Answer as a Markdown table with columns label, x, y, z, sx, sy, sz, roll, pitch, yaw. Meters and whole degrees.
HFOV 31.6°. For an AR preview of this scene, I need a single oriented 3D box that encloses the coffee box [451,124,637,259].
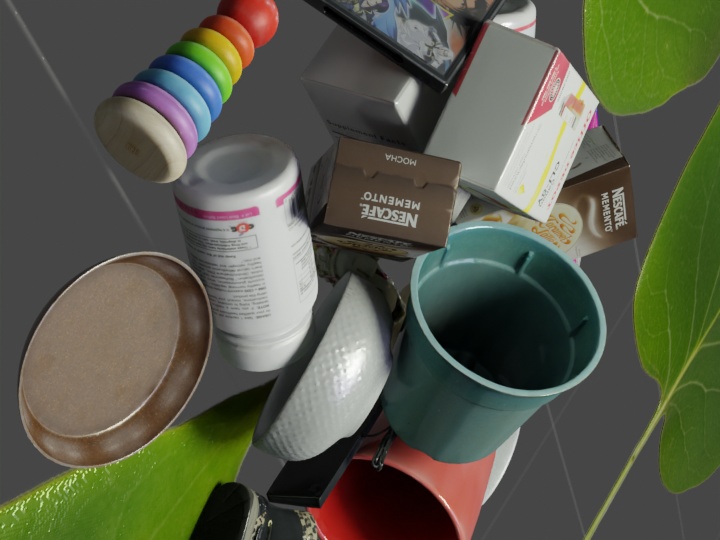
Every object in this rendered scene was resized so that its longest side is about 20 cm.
| label | x | y | z | sx | sy | sz | roll | pitch | yaw |
| --- | --- | --- | --- | --- | --- | --- | --- | --- | --- |
| coffee box | 0.197 | -0.067 | 1.414 | 0.200 | 0.080 | 0.114 | -20 | 134 | -2 |

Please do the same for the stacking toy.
| label | x | y | z | sx | sy | sz | roll | pitch | yaw |
| --- | --- | --- | --- | --- | --- | --- | --- | --- | --- |
| stacking toy | -0.133 | -0.169 | 1.066 | 0.200 | 0.085 | 0.085 | -56 | 145 | -29 |

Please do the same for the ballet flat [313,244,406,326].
| label | x | y | z | sx | sy | sz | roll | pitch | yaw |
| --- | --- | --- | --- | --- | --- | --- | --- | --- | --- |
| ballet flat | 0.000 | 0.000 | 1.362 | 0.076 | 0.064 | 0.200 | -60 | 146 | -15 |

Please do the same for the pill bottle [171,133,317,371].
| label | x | y | z | sx | sy | sz | roll | pitch | yaw |
| --- | --- | --- | --- | --- | --- | --- | --- | --- | --- |
| pill bottle | -0.100 | -0.013 | 1.160 | 0.113 | 0.113 | 0.200 | -41 | 137 | -38 |

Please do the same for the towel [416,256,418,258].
| label | x | y | z | sx | sy | sz | roll | pitch | yaw |
| --- | --- | --- | --- | --- | --- | --- | --- | --- | --- |
| towel | 0.123 | -0.039 | 1.538 | 0.148 | 0.050 | 0.200 | -42 | 138 | -38 |

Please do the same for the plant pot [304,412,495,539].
| label | x | y | z | sx | sy | sz | roll | pitch | yaw |
| --- | --- | --- | --- | --- | --- | --- | --- | --- | --- |
| plant pot | 0.062 | 0.241 | 1.481 | 0.177 | 0.200 | 0.201 | -47 | 142 | -48 |

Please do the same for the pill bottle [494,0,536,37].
| label | x | y | z | sx | sy | sz | roll | pitch | yaw |
| --- | --- | --- | --- | --- | --- | --- | --- | --- | --- |
| pill bottle | 0.136 | -0.202 | 1.414 | 0.109 | 0.109 | 0.200 | -33 | 133 | -44 |

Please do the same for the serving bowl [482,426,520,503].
| label | x | y | z | sx | sy | sz | roll | pitch | yaw |
| --- | --- | --- | --- | --- | --- | --- | --- | --- | --- |
| serving bowl | 0.135 | 0.223 | 1.680 | 0.200 | 0.066 | 0.200 | -33 | 133 | -44 |

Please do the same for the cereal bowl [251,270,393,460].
| label | x | y | z | sx | sy | sz | roll | pitch | yaw |
| --- | --- | --- | --- | --- | --- | --- | --- | --- | --- |
| cereal bowl | -0.025 | 0.104 | 1.266 | 0.200 | 0.083 | 0.200 | -60 | -174 | 11 |

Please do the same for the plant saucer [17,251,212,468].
| label | x | y | z | sx | sy | sz | roll | pitch | yaw |
| --- | --- | --- | --- | --- | --- | --- | --- | --- | --- |
| plant saucer | -0.215 | 0.073 | 1.093 | 0.200 | 0.034 | 0.200 | -25 | 127 | -39 |

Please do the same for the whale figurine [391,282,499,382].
| label | x | y | z | sx | sy | sz | roll | pitch | yaw |
| --- | --- | --- | --- | --- | --- | --- | --- | --- | --- |
| whale figurine | 0.125 | 0.089 | 1.464 | 0.159 | 0.200 | 0.104 | -61 | 161 | -1 |

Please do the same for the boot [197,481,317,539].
| label | x | y | z | sx | sy | sz | roll | pitch | yaw |
| --- | --- | --- | --- | --- | --- | --- | --- | --- | --- |
| boot | -0.121 | 0.335 | 1.346 | 0.154 | 0.073 | 0.204 | 32 | 73 | -56 |

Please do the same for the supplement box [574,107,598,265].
| label | x | y | z | sx | sy | sz | roll | pitch | yaw |
| --- | --- | --- | --- | --- | --- | --- | --- | --- | --- |
| supplement box | 0.227 | -0.096 | 1.552 | 0.103 | 0.101 | 0.200 | 64 | 37 | -62 |

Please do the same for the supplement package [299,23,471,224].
| label | x | y | z | sx | sy | sz | roll | pitch | yaw |
| --- | --- | --- | --- | --- | --- | --- | --- | --- | --- |
| supplement package | 0.047 | -0.163 | 1.290 | 0.121 | 0.120 | 0.200 | -57 | 146 | -20 |

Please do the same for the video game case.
| label | x | y | z | sx | sy | sz | roll | pitch | yaw |
| --- | --- | --- | --- | --- | --- | --- | --- | --- | --- |
| video game case | 0.054 | -0.292 | 1.196 | 0.200 | 0.181 | 0.026 | -56 | -179 | -21 |

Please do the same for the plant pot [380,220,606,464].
| label | x | y | z | sx | sy | sz | roll | pitch | yaw |
| --- | --- | --- | --- | --- | --- | --- | --- | --- | --- |
| plant pot | 0.117 | 0.089 | 1.290 | 0.200 | 0.200 | 0.196 | -41 | 165 | -38 |

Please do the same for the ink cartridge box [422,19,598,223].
| label | x | y | z | sx | sy | sz | roll | pitch | yaw |
| --- | --- | --- | --- | --- | --- | --- | --- | --- | --- |
| ink cartridge box | 0.153 | -0.138 | 1.242 | 0.145 | 0.083 | 0.200 | -66 | 158 | 2 |

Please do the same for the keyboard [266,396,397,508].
| label | x | y | z | sx | sy | sz | roll | pitch | yaw |
| --- | --- | --- | --- | --- | --- | --- | --- | --- | --- |
| keyboard | -0.007 | 0.181 | 1.362 | 0.200 | 0.127 | 0.021 | -54 | 129 | -43 |

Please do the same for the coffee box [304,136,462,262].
| label | x | y | z | sx | sy | sz | roll | pitch | yaw |
| --- | --- | --- | --- | --- | --- | --- | --- | --- | --- |
| coffee box | 0.012 | -0.061 | 1.180 | 0.200 | 0.113 | 0.080 | 159 | -57 | -81 |
